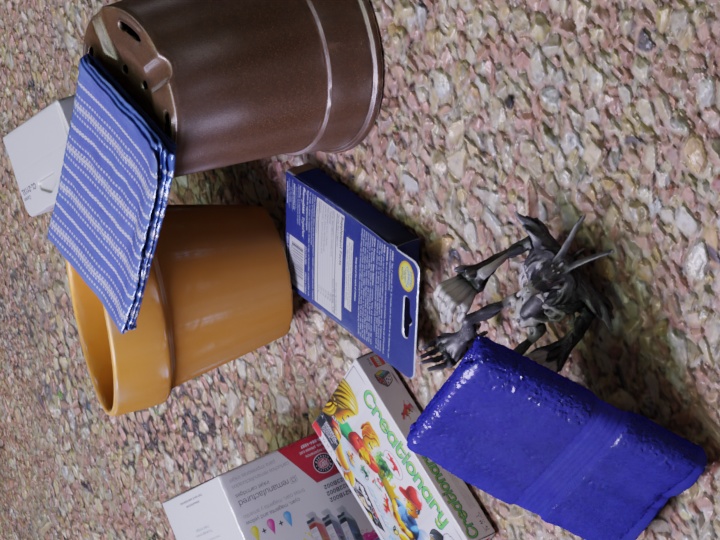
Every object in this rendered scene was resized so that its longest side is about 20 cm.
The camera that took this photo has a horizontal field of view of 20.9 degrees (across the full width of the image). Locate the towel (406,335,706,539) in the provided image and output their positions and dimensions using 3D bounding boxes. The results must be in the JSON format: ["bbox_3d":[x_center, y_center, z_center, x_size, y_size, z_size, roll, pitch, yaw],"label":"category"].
[{"bbox_3d":[0.147,0.130,1.479,0.199,0.050,0.148,27,138,-7],"label":"towel"}]

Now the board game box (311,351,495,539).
[{"bbox_3d":[0.036,0.188,1.776,0.201,0.034,0.127,57,145,20],"label":"board game box"}]

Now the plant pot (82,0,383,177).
[{"bbox_3d":[-0.116,-0.174,1.661,0.200,0.197,0.202,30,129,44],"label":"plant pot"}]

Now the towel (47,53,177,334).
[{"bbox_3d":[-0.215,-0.064,1.644,0.145,0.024,0.201,47,135,33],"label":"towel"}]

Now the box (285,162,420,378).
[{"bbox_3d":[0.000,0.000,1.731,0.200,0.032,0.122,38,135,44],"label":"box"}]

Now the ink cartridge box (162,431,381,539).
[{"bbox_3d":[-0.070,0.278,1.880,0.144,0.144,0.202,-29,83,57],"label":"ink cartridge box"}]

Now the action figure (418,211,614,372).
[{"bbox_3d":[0.121,0.039,1.512,0.119,0.102,0.200,46,143,10],"label":"action figure"}]

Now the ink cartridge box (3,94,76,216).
[{"bbox_3d":[-0.213,-0.129,1.823,0.145,0.199,0.084,-20,91,57],"label":"ink cartridge box"}]

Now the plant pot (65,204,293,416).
[{"bbox_3d":[-0.167,0.019,1.824,0.200,0.182,0.202,169,90,-74],"label":"plant pot"}]
